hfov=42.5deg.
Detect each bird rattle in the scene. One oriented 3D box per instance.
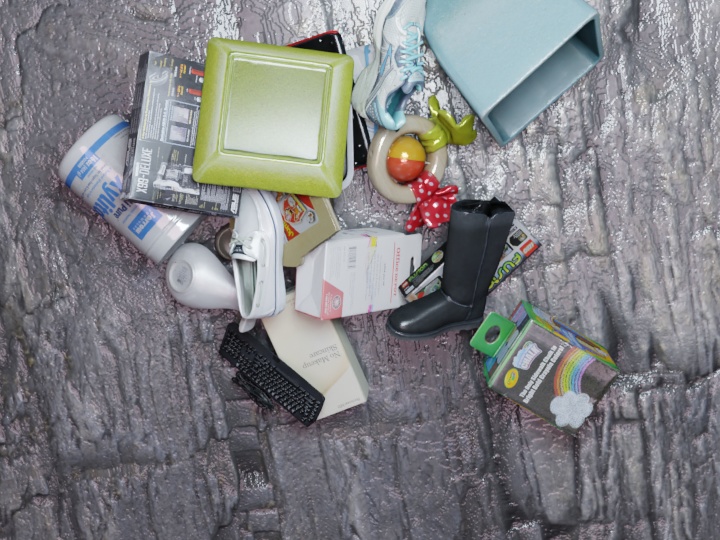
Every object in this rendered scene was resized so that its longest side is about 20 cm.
[{"bbox_3d":[0.079,-0.155,1.346,0.163,0.113,0.200,5,112,-30],"label":"bird rattle"}]

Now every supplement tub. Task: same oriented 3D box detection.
[{"bbox_3d":[-0.332,-0.120,1.369,0.200,0.132,0.132,42,100,-4],"label":"supplement tub"}]

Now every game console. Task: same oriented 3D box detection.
[{"bbox_3d":[-0.080,-0.233,1.360,0.177,0.031,0.200,-12,101,23],"label":"game console"}]

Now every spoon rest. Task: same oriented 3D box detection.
[{"bbox_3d":[-0.223,0.030,1.406,0.200,0.061,0.099,32,105,30],"label":"spoon rest"}]

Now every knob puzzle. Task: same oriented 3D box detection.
[{"bbox_3d":[-0.120,-0.098,1.322,0.220,0.030,0.220,13,110,39],"label":"knob puzzle"}]

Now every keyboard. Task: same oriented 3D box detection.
[{"bbox_3d":[-0.147,0.174,1.418,0.200,0.040,0.104,37,131,21],"label":"keyboard"}]

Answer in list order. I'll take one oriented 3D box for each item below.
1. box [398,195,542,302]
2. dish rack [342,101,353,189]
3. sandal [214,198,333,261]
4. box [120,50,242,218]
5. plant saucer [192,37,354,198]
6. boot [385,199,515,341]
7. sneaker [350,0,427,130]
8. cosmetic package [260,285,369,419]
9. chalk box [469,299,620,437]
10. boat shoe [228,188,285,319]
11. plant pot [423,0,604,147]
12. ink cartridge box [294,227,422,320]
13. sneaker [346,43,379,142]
[{"bbox_3d":[0.165,-0.006,1.390,0.200,0.035,0.110,-43,126,9],"label":"box"},{"bbox_3d":[-0.098,-0.203,1.335,0.200,0.044,0.172,4,106,20],"label":"dish rack"},{"bbox_3d":[-0.133,-0.068,1.407,0.200,0.055,0.082,-19,100,7],"label":"sandal"},{"bbox_3d":[-0.231,-0.180,1.256,0.158,0.050,0.200,7,89,-30],"label":"box"},{"bbox_3d":[-0.112,-0.207,1.219,0.200,0.048,0.200,6,84,-7],"label":"plant saucer"},{"bbox_3d":[0.125,-0.002,1.309,0.165,0.066,0.200,-11,132,-30],"label":"boot"},{"bbox_3d":[0.059,-0.278,1.223,0.086,0.078,0.200,45,132,36],"label":"sneaker"},{"bbox_3d":[-0.072,0.121,1.433,0.103,0.073,0.200,-23,98,8],"label":"cosmetic package"},{"bbox_3d":[0.263,0.133,1.394,0.200,0.124,0.125,32,102,-3],"label":"chalk box"},{"bbox_3d":[-0.149,-0.028,1.300,0.074,0.067,0.200,-6,97,42],"label":"boat shoe"},{"bbox_3d":[0.191,-0.323,1.276,0.196,0.196,0.200,-42,76,10],"label":"plant pot"},{"bbox_3d":[0.000,0.000,1.377,0.067,0.200,0.117,16,106,45],"label":"ink cartridge box"},{"bbox_3d":[0.006,-0.235,1.370,0.087,0.075,0.200,0,102,23],"label":"sneaker"}]
